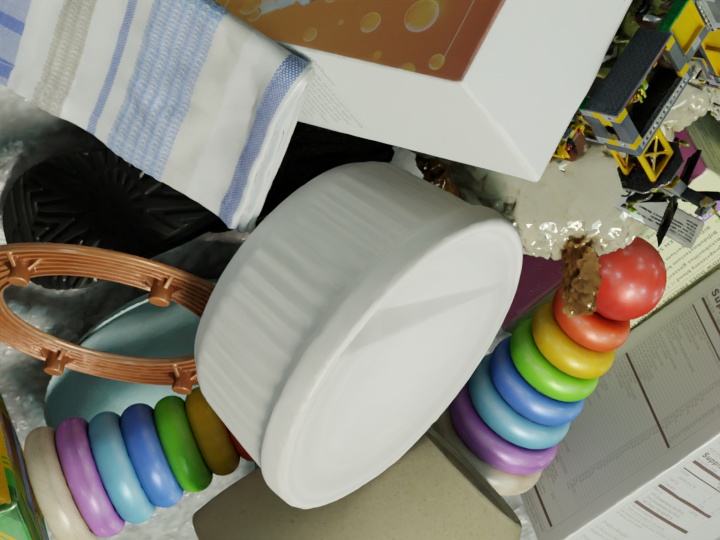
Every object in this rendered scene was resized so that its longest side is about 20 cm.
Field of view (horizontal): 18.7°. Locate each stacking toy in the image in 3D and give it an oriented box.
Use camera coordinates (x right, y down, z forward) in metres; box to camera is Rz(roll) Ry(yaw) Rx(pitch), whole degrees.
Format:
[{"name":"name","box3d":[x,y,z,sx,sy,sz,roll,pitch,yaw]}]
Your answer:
[{"name":"stacking toy","box3d":[-0.111,0.108,1.412,0.200,0.085,0.085,-22,142,1]},{"name":"stacking toy","box3d":[0.129,0.054,1.397,0.085,0.085,0.200,10,132,-35]}]

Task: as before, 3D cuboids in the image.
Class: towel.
[{"name":"towel","box3d":[-0.123,-0.110,1.154,0.200,0.024,0.147,32,144,3]}]

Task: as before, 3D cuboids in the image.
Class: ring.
[{"name":"ring","box3d":[-0.152,0.034,1.310,0.200,0.019,0.200,9,157,4]}]

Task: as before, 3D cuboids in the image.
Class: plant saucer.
[{"name":"plant saucer","box3d":[-0.118,0.063,1.470,0.201,0.039,0.201,-14,142,-11]}]

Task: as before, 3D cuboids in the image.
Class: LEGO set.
[{"name":"LEGO set","box3d":[0.157,-0.111,1.199,0.200,0.154,0.116,-60,137,-24]}]

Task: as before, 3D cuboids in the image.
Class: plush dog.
[{"name":"plush dog","box3d":[0.124,-0.063,1.337,0.200,0.172,0.161,-10,98,3]}]

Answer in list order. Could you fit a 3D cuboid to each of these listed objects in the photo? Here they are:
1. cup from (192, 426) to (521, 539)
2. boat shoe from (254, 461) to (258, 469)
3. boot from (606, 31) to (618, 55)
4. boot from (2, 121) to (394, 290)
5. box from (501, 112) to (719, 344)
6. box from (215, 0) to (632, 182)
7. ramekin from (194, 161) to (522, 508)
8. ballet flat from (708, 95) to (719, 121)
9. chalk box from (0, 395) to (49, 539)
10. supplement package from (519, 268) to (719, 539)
[{"name":"cup","box3d":[0.016,0.174,1.360,0.143,0.200,0.200,-45,139,3]},{"name":"boat shoe","box3d":[-0.035,0.151,1.510,0.071,0.091,0.200,-14,140,-12]},{"name":"boot","box3d":[0.214,-0.167,1.344,0.200,0.064,0.186,-27,137,7]},{"name":"boot","box3d":[-0.096,-0.047,1.321,0.211,0.080,0.158,-17,177,34]},{"name":"box","box3d":[0.202,-0.013,1.491,0.176,0.097,0.200,-40,138,21]},{"name":"box","box3d":[0.022,-0.140,1.142,0.097,0.200,0.124,46,67,-49]},{"name":"ramekin","box3d":[-0.006,0.028,1.243,0.202,0.094,0.202,-41,156,-23]},{"name":"ballet flat","box3d":[0.268,-0.097,1.396,0.076,0.064,0.200,-48,159,14]},{"name":"chalk box","box3d":[-0.274,0.179,1.464,0.124,0.124,0.200,-18,143,-5]},{"name":"supplement package","box3d":[0.212,0.112,1.473,0.200,0.114,0.110,-37,138,20]}]
